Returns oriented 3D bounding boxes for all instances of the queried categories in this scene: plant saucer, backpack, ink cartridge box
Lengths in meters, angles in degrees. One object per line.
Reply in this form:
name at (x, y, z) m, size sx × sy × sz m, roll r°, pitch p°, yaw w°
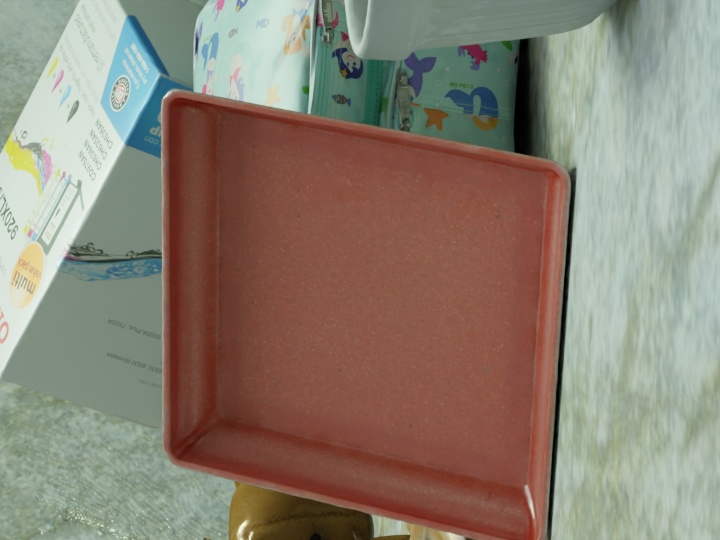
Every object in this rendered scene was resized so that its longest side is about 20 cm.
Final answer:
plant saucer at (0.004, 0.018, 1.275) m, size 0.037 × 0.198 × 0.201 m, roll -46°, pitch -37°, yaw -57°
backpack at (0.002, -0.066, 1.366) m, size 0.177 × 0.150 × 0.201 m, roll -17°, pitch 78°, yaw 62°
ink cartridge box at (-0.116, -0.035, 1.533) m, size 0.201 × 0.144 × 0.147 m, roll -60°, pitch 32°, yaw 19°

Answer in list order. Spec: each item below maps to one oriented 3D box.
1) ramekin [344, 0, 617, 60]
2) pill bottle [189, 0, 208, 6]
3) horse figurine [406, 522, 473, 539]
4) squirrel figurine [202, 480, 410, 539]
ramekin at (0.049, -0.182, 1.070) m, size 0.200 × 0.104 × 0.202 m, roll 180°, pitch 90°, yaw -86°
pill bottle at (-0.068, -0.215, 1.669) m, size 0.200 × 0.110 × 0.112 m, roll -88°, pitch 0°, yaw -59°
horse figurine at (0.044, 0.091, 1.498) m, size 0.133 × 0.050 × 0.201 m, roll 115°, pitch 154°, yaw -81°
squirrel figurine at (-0.050, 0.202, 1.598) m, size 0.142 × 0.199 × 0.187 m, roll -86°, pitch -24°, yaw -47°
